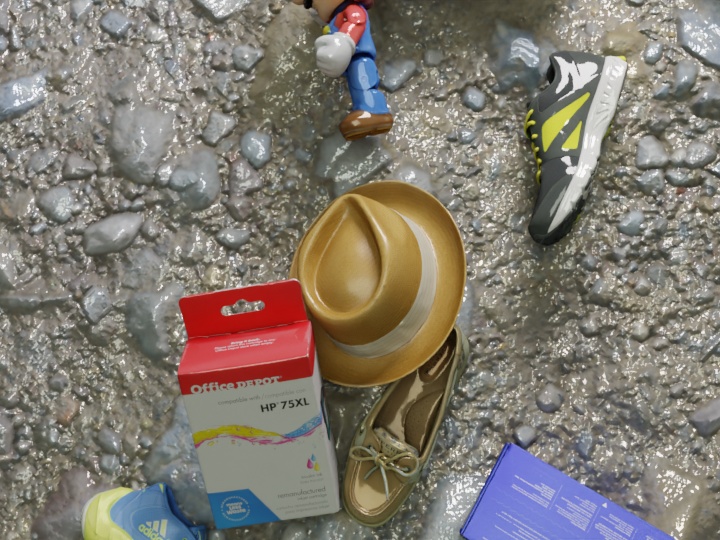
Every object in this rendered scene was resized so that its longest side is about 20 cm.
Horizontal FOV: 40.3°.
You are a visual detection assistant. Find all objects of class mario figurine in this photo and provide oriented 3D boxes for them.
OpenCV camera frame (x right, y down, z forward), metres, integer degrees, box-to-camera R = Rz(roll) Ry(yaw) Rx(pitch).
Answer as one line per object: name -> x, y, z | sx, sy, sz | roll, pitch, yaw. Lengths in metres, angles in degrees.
mario figurine -> -0.029, -0.224, 0.933 | 0.105, 0.123, 0.203 | -13, 93, -35

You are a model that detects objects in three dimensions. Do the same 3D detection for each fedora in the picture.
fedora -> 0.000, 0.000, 0.883 | 0.198, 0.082, 0.204 | -10, 65, 22

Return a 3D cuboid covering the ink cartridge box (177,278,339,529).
ink cartridge box -> -0.089, 0.118, 0.856 | 0.114, 0.067, 0.203 | -9, 113, 3

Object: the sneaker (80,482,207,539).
sneaker -> -0.178, 0.284, 0.878 | 0.104, 0.076, 0.202 | -22, 78, -1

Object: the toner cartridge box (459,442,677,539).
toner cartridge box -> 0.196, 0.244, 0.873 | 0.198, 0.043, 0.096 | 30, 84, 9

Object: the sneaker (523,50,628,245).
sneaker -> 0.188, -0.119, 0.931 | 0.084, 0.075, 0.202 | 19, 73, 13

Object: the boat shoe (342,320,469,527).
boat shoe -> 0.038, 0.136, 0.893 | 0.072, 0.063, 0.202 | 23, 82, 8
